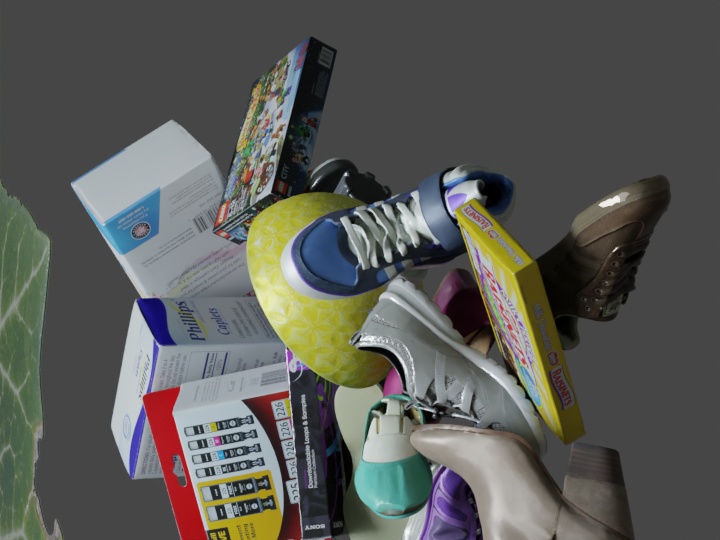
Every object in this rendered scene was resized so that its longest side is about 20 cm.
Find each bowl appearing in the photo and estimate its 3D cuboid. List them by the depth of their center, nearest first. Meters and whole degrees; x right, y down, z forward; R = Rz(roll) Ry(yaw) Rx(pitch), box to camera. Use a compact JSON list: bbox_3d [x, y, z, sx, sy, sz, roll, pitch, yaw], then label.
[{"bbox_3d":[0.000,0.000,1.451,0.108,0.200,0.200,-33,58,30],"label":"bowl"}]

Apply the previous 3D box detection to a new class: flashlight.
[{"bbox_3d":[-0.031,-0.022,1.610,0.068,0.068,0.200,-98,25,-44],"label":"flashlight"}]

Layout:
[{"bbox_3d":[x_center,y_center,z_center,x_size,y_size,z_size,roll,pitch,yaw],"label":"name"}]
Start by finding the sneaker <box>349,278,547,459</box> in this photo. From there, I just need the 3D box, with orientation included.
[{"bbox_3d":[0.076,0.102,1.320,0.200,0.082,0.075,43,167,14],"label":"sneaker"}]

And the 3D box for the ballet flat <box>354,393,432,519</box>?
[{"bbox_3d":[0.026,0.152,1.331,0.200,0.067,0.071,-82,-16,-79],"label":"ballet flat"}]

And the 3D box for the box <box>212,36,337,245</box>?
[{"bbox_3d":[-0.094,-0.140,1.666,0.137,0.038,0.200,-28,43,53],"label":"box"}]

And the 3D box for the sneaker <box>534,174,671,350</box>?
[{"bbox_3d":[0.194,-0.004,1.194,0.076,0.070,0.200,62,151,13],"label":"sneaker"}]

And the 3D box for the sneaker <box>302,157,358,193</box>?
[{"bbox_3d":[-0.069,-0.087,1.679,0.201,0.067,0.108,-60,43,49],"label":"sneaker"}]

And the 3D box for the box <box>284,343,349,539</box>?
[{"bbox_3d":[-0.033,0.172,1.564,0.143,0.036,0.201,22,-117,-74],"label":"box"}]

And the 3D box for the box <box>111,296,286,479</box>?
[{"bbox_3d":[-0.163,0.129,1.720,0.105,0.200,0.184,54,137,50],"label":"box"}]

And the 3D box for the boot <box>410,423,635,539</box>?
[{"bbox_3d":[0.123,0.206,1.225,0.200,0.070,0.147,4,75,25],"label":"boot"}]

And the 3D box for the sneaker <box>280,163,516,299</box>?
[{"bbox_3d":[0.042,-0.044,1.323,0.146,0.200,0.081,-41,66,53],"label":"sneaker"}]

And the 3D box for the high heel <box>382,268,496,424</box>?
[{"bbox_3d":[0.072,0.102,1.404,0.096,0.067,0.200,-119,40,-59],"label":"high heel"}]

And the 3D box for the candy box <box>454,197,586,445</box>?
[{"bbox_3d":[0.130,0.043,1.236,0.102,0.026,0.200,49,165,49],"label":"candy box"}]

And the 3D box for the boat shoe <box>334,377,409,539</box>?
[{"bbox_3d":[0.018,0.197,1.531,0.063,0.073,0.202,-41,-57,-75],"label":"boat shoe"}]

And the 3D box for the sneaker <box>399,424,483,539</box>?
[{"bbox_3d":[0.091,0.229,1.396,0.083,0.081,0.200,30,116,26],"label":"sneaker"}]

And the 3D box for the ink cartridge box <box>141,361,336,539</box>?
[{"bbox_3d":[-0.129,0.215,1.615,0.084,0.175,0.200,-90,-13,-72],"label":"ink cartridge box"}]

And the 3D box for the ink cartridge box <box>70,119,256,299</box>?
[{"bbox_3d":[-0.212,-0.039,1.780,0.146,0.147,0.200,42,162,56],"label":"ink cartridge box"}]
